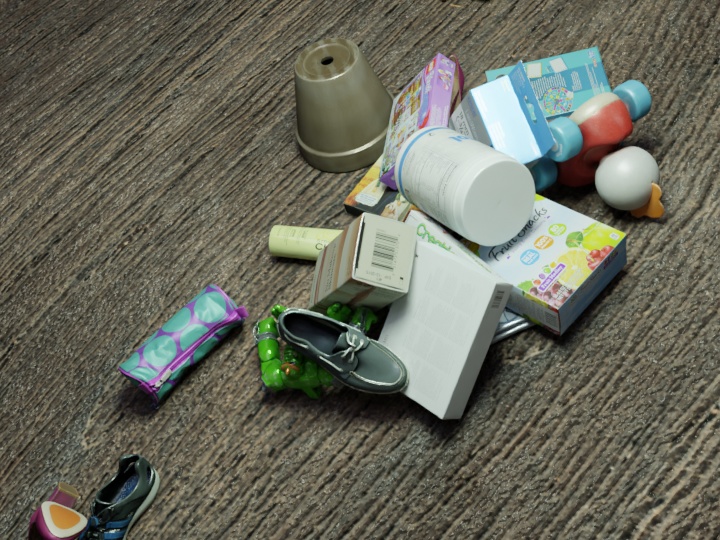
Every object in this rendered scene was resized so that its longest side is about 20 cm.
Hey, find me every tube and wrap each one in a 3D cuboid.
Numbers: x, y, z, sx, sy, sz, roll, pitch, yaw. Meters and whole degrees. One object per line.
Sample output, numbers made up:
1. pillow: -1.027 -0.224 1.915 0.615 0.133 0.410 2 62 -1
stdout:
1. tube: -0.050 -0.042 1.565 0.198 0.052 0.059 7 94 17

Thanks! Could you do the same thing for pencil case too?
1. pencil case: -0.271 0.113 1.481 0.200 0.085 0.092 -44 36 -19

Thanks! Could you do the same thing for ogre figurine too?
1. ogre figurine: -0.073 0.116 1.398 0.198 0.098 0.121 2 63 11

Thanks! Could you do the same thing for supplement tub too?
1. supplement tub: 0.148 -0.128 1.412 0.131 0.133 0.200 -35 34 -12

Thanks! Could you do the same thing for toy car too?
1. toy car: 0.382 -0.150 1.468 0.183 0.177 0.201 -28 75 -24

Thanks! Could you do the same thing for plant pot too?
1. plant pot: -0.037 -0.305 1.697 0.198 0.174 0.201 -9 48 10

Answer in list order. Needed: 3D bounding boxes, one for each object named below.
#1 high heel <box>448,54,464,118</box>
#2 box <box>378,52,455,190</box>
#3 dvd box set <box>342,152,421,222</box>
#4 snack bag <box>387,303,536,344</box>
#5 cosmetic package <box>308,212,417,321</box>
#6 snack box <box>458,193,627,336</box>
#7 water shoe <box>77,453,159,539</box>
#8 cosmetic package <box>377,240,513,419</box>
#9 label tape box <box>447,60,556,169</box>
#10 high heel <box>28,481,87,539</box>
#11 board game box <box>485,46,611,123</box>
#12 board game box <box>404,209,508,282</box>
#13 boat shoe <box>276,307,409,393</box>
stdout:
1. high heel: 0.139 -0.284 1.634 0.067 0.097 0.201 3 36 8
2. box: 0.095 -0.247 1.598 0.137 0.039 0.201 -40 30 46
3. dvd box set: 0.084 -0.154 1.625 0.145 0.030 0.200 22 62 32
4. snack bag: 0.140 0.050 1.441 0.198 0.021 0.189 -24 47 -3
5. cosmetic package: 0.000 0.000 1.391 0.086 0.200 0.104 14 69 -16
6. snack box: 0.258 -0.019 1.404 0.199 0.068 0.169 28 60 36
7. water shoe: -0.354 0.343 1.318 0.071 0.079 0.201 11 55 26
8. cosmetic package: 0.107 0.080 1.325 0.150 0.051 0.202 29 104 38
9. label tape box: 0.205 -0.206 1.482 0.063 0.200 0.145 -14 74 -21
10. high heel: -0.418 0.352 1.284 0.096 0.067 0.200 -61 20 -4
11. board game box: 0.324 -0.300 1.656 0.198 0.047 0.152 -11 49 10
12. board game box: 0.113 0.017 1.392 0.200 0.034 0.127 43 113 41
13. boat shoe: -0.026 0.109 1.311 0.199 0.062 0.073 27 81 8
